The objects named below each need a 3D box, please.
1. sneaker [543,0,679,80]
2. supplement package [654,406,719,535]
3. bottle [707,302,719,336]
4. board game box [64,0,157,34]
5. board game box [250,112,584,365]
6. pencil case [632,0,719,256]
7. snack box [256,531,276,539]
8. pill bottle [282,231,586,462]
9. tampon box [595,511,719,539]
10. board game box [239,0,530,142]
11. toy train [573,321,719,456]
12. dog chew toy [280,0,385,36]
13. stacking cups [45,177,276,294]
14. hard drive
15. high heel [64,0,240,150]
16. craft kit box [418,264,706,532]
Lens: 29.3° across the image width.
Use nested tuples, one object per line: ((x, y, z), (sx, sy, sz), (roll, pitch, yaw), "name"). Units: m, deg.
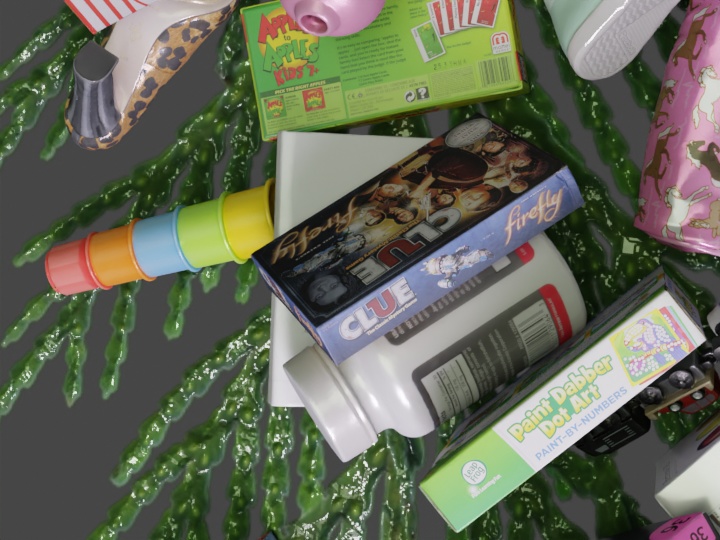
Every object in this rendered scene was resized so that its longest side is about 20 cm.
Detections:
((0.192, -0.241, 0.939), (0.200, 0.074, 0.119), (-47, 49, 29), "sneaker")
((0.310, 0.118, 0.938), (0.200, 0.114, 0.110), (-44, 84, 11), "supplement package")
((0.322, -0.021, 0.942), (0.065, 0.084, 0.200), (36, 114, -11), "bottle")
((-0.149, -0.284, 1.010), (0.151, 0.046, 0.201), (-24, 51, 14), "board game box")
((0.035, -0.028, 0.949), (0.200, 0.135, 0.035), (-33, 121, -9), "board game box")
((0.253, -0.111, 0.957), (0.083, 0.086, 0.201), (19, 99, 55), "pencil case")
((-0.109, 0.331, 1.075), (0.200, 0.068, 0.169), (-37, 85, 15), "snack box")
((0.050, 0.047, 0.970), (0.200, 0.111, 0.111), (-32, 85, -7), "pill bottle")
((0.153, 0.265, 0.919), (0.127, 0.150, 0.200), (60, 147, 4), "tampon box")
((0.018, -0.164, 1.028), (0.199, 0.048, 0.102), (-10, 90, 14), "board game box")
((0.227, 0.080, 0.965), (0.046, 0.034, 0.200), (39, 128, -18), "toy train")
((-0.001, -0.248, 0.962), (0.124, 0.125, 0.201), (13, 63, 13), "dog chew toy")
((-0.149, -0.019, 1.078), (0.199, 0.060, 0.061), (-14, 89, 19), "stacking cups")
((0.000, 0.000, 1.027), (0.131, 0.027, 0.201), (2, 94, -13), "hard drive")
((-0.154, -0.180, 1.075), (0.071, 0.143, 0.200), (42, 67, 5), "high heel")
((0.141, 0.079, 0.934), (0.200, 0.197, 0.049), (-40, 83, 13), "craft kit box")
